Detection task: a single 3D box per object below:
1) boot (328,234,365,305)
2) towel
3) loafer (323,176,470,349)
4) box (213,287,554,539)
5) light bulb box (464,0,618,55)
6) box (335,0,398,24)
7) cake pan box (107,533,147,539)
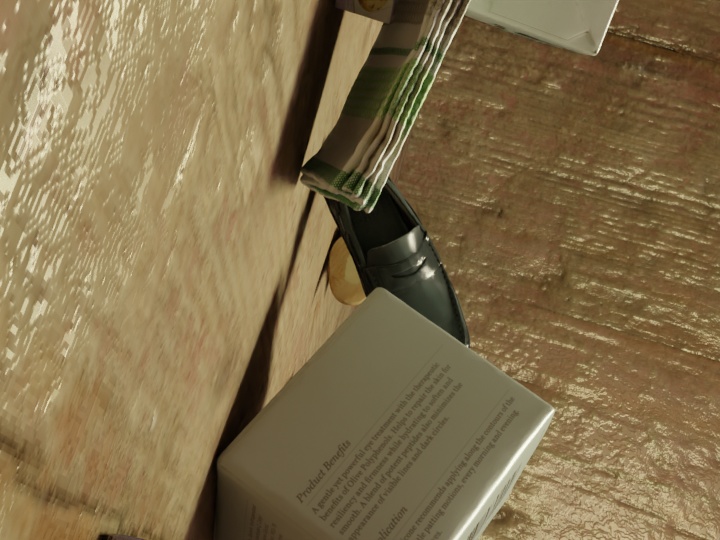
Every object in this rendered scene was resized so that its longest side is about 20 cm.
[{"bbox_3d":[-0.001,-0.001,1.320,0.144,0.070,0.202,98,2,-50],"label":"boot"},{"bbox_3d":[0.019,-0.139,0.718,0.201,0.031,0.149,-65,-163,2],"label":"towel"},{"bbox_3d":[0.027,-0.010,0.895,0.201,0.068,0.070,61,-7,7],"label":"loafer"},{"bbox_3d":[0.010,0.168,0.854,0.199,0.171,0.200,-46,163,-31],"label":"box"},{"bbox_3d":[0.137,-0.279,0.833,0.200,0.124,0.199,-103,-147,-76],"label":"light bulb box"},{"bbox_3d":[0.017,-0.231,0.639,0.200,0.041,0.039,104,4,-56],"label":"box"},{"bbox_3d":[-0.028,0.175,0.534,0.200,0.183,0.053,94,7,-74],"label":"cake pan box"}]
